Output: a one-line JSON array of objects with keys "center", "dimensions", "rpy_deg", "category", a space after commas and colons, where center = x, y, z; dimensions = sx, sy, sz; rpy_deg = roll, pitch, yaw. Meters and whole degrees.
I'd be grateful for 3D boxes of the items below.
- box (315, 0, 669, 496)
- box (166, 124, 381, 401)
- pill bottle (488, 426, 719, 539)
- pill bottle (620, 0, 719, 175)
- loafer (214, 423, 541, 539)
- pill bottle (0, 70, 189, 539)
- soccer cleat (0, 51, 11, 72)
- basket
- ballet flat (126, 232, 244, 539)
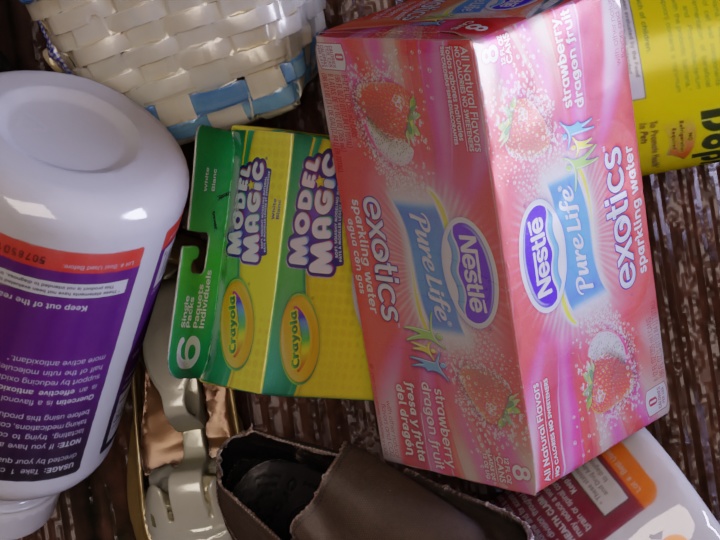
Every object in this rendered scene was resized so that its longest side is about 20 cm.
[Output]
[{"center": [0.059, -0.018, 0.896], "dimensions": [0.094, 0.102, 0.202], "rpy_deg": [8, 114, 45], "category": "box"}, {"center": [0.000, 0.000, 0.939], "dimensions": [0.048, 0.199, 0.118], "rpy_deg": [8, 92, 47], "category": "box"}, {"center": [0.075, 0.166, 0.952], "dimensions": [0.199, 0.114, 0.114], "rpy_deg": [-36, 88, 0], "category": "pill bottle"}, {"center": [0.178, -0.108, 0.960], "dimensions": [0.198, 0.109, 0.110], "rpy_deg": [-10, 90, 4], "category": "pill bottle"}, {"center": [0.001, 0.118, 0.906], "dimensions": [0.199, 0.071, 0.073], "rpy_deg": [9, 56, 42], "category": "loafer"}, {"center": [-0.150, 0.021, 0.903], "dimensions": [0.112, 0.113, 0.201], "rpy_deg": [23, 122, 3], "category": "pill bottle"}, {"center": [-0.185, -0.016, 1.018], "dimensions": [0.083, 0.065, 0.202], "rpy_deg": [-17, 94, 33], "category": "soccer cleat"}, {"center": [-0.092, -0.162, 0.944], "dimensions": [0.138, 0.176, 0.202], "rpy_deg": [-13, 100, 10], "category": "basket"}, {"center": [-0.088, 0.083, 1.002], "dimensions": [0.068, 0.063, 0.202], "rpy_deg": [-9, 90, 4], "category": "ballet flat"}]
